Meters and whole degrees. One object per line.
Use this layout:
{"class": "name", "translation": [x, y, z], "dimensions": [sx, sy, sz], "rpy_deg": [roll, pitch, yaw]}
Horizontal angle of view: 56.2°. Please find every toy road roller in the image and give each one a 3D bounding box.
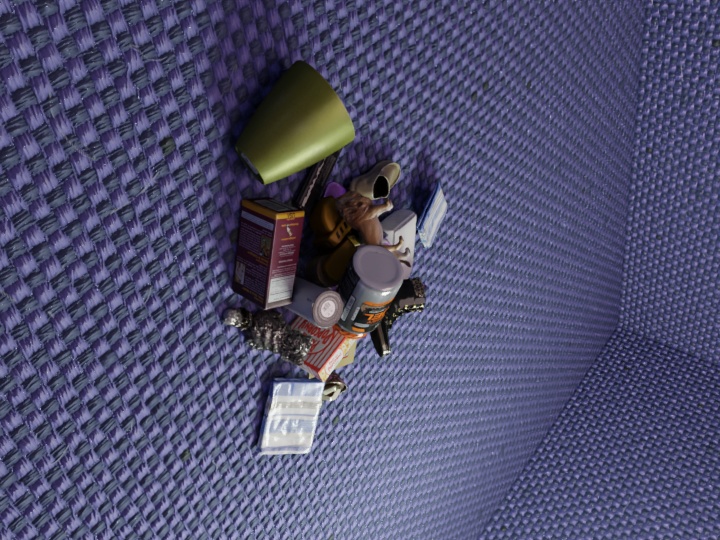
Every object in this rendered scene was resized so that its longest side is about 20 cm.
{"class": "toy road roller", "translation": [-0.069, -0.073, 1.522], "dimensions": [0.146, 0.122, 0.201], "rpy_deg": [45, 68, -17]}

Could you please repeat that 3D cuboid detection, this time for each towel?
{"class": "towel", "translation": [0.203, -0.151, 1.889], "dimensions": [0.150, 0.023, 0.200], "rpy_deg": [-66, 163, -6]}
{"class": "towel", "translation": [-0.169, 0.359, 1.651], "dimensions": [0.143, 0.024, 0.205], "rpy_deg": [6, 107, -26]}

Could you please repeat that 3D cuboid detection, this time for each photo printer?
{"class": "photo printer", "translation": [0.090, -0.041, 1.785], "dimensions": [0.166, 0.068, 0.205], "rpy_deg": [-40, 138, -56]}

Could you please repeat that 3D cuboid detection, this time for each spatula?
{"class": "spatula", "translation": [-0.025, -0.154, 1.638], "dimensions": [0.199, 0.020, 0.058], "rpy_deg": [31, 74, -56]}

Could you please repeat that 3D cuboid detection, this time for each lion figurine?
{"class": "lion figurine", "translation": [0.027, -0.083, 1.456], "dimensions": [0.072, 0.120, 0.205], "rpy_deg": [-27, 96, -79]}

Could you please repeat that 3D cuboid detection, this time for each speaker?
{"class": "speaker", "translation": [-0.120, 0.060, 1.467], "dimensions": [0.080, 0.198, 0.084], "rpy_deg": [-8, 106, -32]}

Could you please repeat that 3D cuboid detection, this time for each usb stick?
{"class": "usb stick", "translation": [-0.089, -0.223, 1.509], "dimensions": [0.055, 0.032, 0.204], "rpy_deg": [31, 83, -47]}

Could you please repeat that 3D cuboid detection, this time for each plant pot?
{"class": "plant pot", "translation": [-0.143, -0.268, 1.315], "dimensions": [0.199, 0.187, 0.188], "rpy_deg": [-41, 139, -10]}

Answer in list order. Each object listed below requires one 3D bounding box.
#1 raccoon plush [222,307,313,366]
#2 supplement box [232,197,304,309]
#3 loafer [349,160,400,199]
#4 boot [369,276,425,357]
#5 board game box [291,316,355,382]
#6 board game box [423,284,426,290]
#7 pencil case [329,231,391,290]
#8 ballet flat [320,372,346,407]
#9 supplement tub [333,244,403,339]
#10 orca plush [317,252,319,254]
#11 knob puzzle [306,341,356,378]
{"class": "raccoon plush", "translation": [-0.198, 0.152, 1.471], "dimensions": [0.198, 0.132, 0.099], "rpy_deg": [7, 104, -54]}
{"class": "supplement box", "translation": [-0.193, -0.037, 1.402], "dimensions": [0.085, 0.109, 0.205], "rpy_deg": [-12, 118, -49]}
{"class": "loafer", "translation": [0.048, -0.213, 1.655], "dimensions": [0.199, 0.067, 0.077], "rpy_deg": [-38, 136, -45]}
{"class": "boot", "translation": [0.094, 0.106, 1.666], "dimensions": [0.150, 0.208, 0.074], "rpy_deg": [-4, 154, -15]}
{"class": "board game box", "translation": [-0.086, 0.146, 1.602], "dimensions": [0.201, 0.149, 0.047], "rpy_deg": [-51, 144, -22]}
{"class": "board game box", "translation": [0.090, 0.082, 1.820], "dimensions": [0.039, 0.198, 0.158], "rpy_deg": [54, 40, -5]}
{"class": "pencil case", "translation": [0.000, 0.000, 1.596], "dimensions": [0.200, 0.085, 0.084], "rpy_deg": [-48, 168, -11]}
{"class": "ballet flat", "translation": [-0.108, 0.319, 1.734], "dimensions": [0.198, 0.070, 0.071], "rpy_deg": [-18, 123, -47]}
{"class": "supplement tub", "translation": [0.008, 0.052, 1.448], "dimensions": [0.122, 0.122, 0.202], "rpy_deg": [-33, 159, -38]}
{"class": "orca plush", "translation": [-0.021, -0.033, 1.664], "dimensions": [0.198, 0.070, 0.108], "rpy_deg": [15, 96, -54]}
{"class": "knob puzzle", "translation": [-0.070, 0.160, 1.735], "dimensions": [0.218, 0.030, 0.225], "rpy_deg": [-29, 129, -41]}
